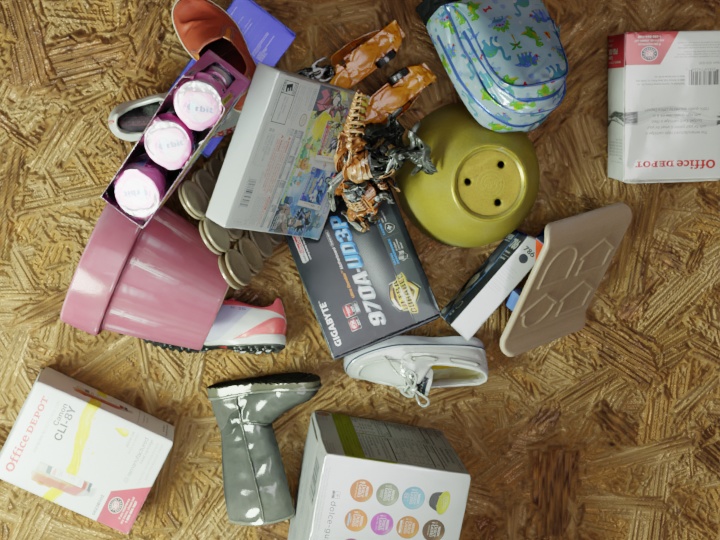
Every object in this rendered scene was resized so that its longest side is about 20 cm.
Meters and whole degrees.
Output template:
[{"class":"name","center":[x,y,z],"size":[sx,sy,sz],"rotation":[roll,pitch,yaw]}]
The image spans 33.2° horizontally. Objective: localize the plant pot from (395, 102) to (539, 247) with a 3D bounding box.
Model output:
[{"class":"plant pot","center":[0.155,-0.121,1.605],"size":[0.199,0.142,0.201],"rotation":[-1,99,-7]}]

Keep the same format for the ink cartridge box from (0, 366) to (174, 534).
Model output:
[{"class":"ink cartridge box","center":[-0.370,0.241,1.622],"size":[0.199,0.083,0.146],"rotation":[26,95,-10]}]

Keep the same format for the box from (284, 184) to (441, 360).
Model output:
[{"class":"box","center":[0.000,0.000,1.629],"size":[0.158,0.046,0.201],"rotation":[-21,85,-3]}]

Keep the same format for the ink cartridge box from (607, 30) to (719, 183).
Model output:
[{"class":"ink cartridge box","center":[0.416,-0.224,1.653],"size":[0.146,0.083,0.201],"rotation":[-2,98,-6]}]

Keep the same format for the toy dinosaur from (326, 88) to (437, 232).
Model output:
[{"class":"toy dinosaur","center":[0.015,-0.137,1.535],"size":[0.135,0.200,0.102],"rotation":[-26,67,-18]}]

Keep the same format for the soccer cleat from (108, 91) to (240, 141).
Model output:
[{"class":"soccer cleat","center":[-0.220,-0.198,1.531],"size":[0.199,0.085,0.069],"rotation":[-8,99,-5]}]

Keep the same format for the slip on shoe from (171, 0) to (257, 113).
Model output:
[{"class":"slip on shoe","center":[-0.181,-0.280,1.515],"size":[0.074,0.061,0.200],"rotation":[-36,62,5]}]

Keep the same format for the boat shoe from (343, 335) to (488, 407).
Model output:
[{"class":"boat shoe","center":[0.080,0.144,1.656],"size":[0.201,0.086,0.075],"rotation":[-1,138,-11]}]

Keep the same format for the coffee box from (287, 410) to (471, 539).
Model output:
[{"class":"coffee box","center":[0.020,0.323,1.625],"size":[0.197,0.200,0.201],"rotation":[10,98,-9]}]

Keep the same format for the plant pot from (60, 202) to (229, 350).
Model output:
[{"class":"plant pot","center":[-0.259,0.008,1.538],"size":[0.178,0.200,0.201],"rotation":[24,95,-6]}]

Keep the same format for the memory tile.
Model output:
[{"class":"memory tile","center":[-0.164,-0.069,1.550],"size":[0.017,0.200,0.154],"rotation":[-27,103,21]}]

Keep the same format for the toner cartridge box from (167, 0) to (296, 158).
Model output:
[{"class":"toner cartridge box","center":[-0.180,-0.257,1.592],"size":[0.095,0.043,0.200],"rotation":[37,92,-9]}]

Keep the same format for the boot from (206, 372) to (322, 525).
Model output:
[{"class":"boot","center":[-0.120,0.245,1.647],"size":[0.181,0.073,0.201],"rotation":[-9,93,25]}]

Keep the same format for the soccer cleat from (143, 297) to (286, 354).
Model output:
[{"class":"soccer cleat","center":[-0.199,0.072,1.636],"size":[0.199,0.068,0.074],"rotation":[2,75,-4]}]

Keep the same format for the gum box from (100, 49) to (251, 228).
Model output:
[{"class":"gum box","center":[-0.214,-0.160,1.428],"size":[0.066,0.114,0.200],"rotation":[36,115,-8]}]

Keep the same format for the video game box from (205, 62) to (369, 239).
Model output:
[{"class":"video game box","center":[-0.088,-0.144,1.509],"size":[0.182,0.047,0.201],"rotation":[8,107,-51]}]

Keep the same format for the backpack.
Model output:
[{"class":"backpack","center":[0.184,-0.275,1.555],"size":[0.162,0.154,0.201],"rotation":[-10,84,-26]}]

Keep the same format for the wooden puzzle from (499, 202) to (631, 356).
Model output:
[{"class":"wooden puzzle","center":[0.267,0.006,1.622],"size":[0.185,0.046,0.201],"rotation":[-16,133,-42]}]

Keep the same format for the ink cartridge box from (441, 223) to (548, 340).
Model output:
[{"class":"ink cartridge box","center":[0.191,0.003,1.650],"size":[0.039,0.099,0.200],"rotation":[42,91,-9]}]

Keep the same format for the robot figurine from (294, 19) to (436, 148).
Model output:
[{"class":"robot figurine","center":[-0.006,-0.233,1.611],"size":[0.200,0.058,0.145],"rotation":[-37,101,-1]}]
